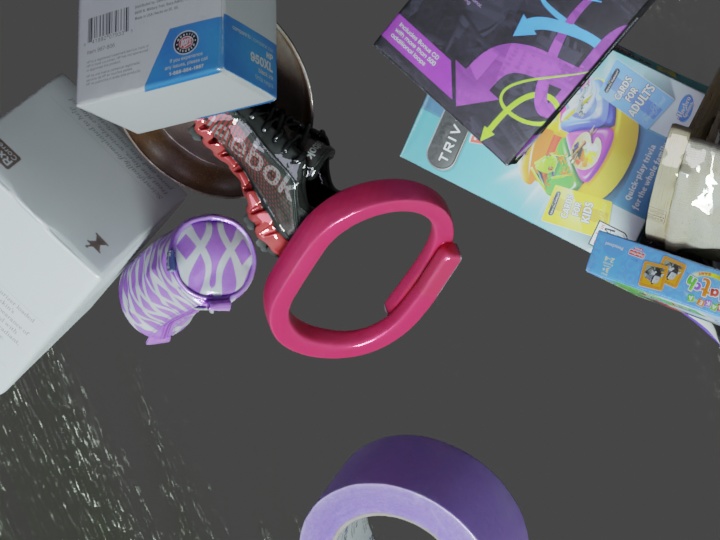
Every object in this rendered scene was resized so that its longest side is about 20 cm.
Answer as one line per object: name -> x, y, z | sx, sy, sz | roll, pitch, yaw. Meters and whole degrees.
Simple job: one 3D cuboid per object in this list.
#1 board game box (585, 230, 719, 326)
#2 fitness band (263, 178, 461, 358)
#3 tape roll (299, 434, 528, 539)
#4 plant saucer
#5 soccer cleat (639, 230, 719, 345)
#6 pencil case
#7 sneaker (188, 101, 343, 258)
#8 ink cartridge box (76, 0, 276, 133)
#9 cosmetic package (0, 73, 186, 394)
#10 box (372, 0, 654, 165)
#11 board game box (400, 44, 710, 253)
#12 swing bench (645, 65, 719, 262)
board game box -> 0.280, 0.026, 1.404 | 0.199, 0.151, 0.037 | 19, 90, 24
fitness band -> 0.000, 0.000, 1.624 | 0.143, 0.038, 0.200 | 10, 134, -27
tape roll -> 0.049, 0.259, 1.768 | 0.199, 0.085, 0.201 | 12, 121, 20
plant saucer -> -0.125, -0.159, 1.651 | 0.199, 0.032, 0.201 | 13, 123, 20
soccer cleat -> 0.286, 0.015, 1.527 | 0.200, 0.073, 0.068 | 47, 110, 18
pencil case -> -0.153, 0.009, 1.680 | 0.200, 0.084, 0.086 | 155, 105, -68
sneaker -> -0.077, -0.109, 1.593 | 0.098, 0.071, 0.201 | -20, 109, 33
ink cartridge box -> -0.145, -0.226, 1.526 | 0.144, 0.084, 0.201 | -10, 72, 30
cosmetic package -> -0.298, -0.033, 1.725 | 0.165, 0.165, 0.200 | 44, 128, -3
box -> 0.125, -0.200, 1.449 | 0.143, 0.036, 0.200 | 42, 104, 7
board game box -> 0.152, -0.115, 1.499 | 0.199, 0.047, 0.152 | 27, 107, 10
swing bench -> 0.325, -0.054, 1.378 | 0.198, 0.200, 0.130 | 21, 125, 15
